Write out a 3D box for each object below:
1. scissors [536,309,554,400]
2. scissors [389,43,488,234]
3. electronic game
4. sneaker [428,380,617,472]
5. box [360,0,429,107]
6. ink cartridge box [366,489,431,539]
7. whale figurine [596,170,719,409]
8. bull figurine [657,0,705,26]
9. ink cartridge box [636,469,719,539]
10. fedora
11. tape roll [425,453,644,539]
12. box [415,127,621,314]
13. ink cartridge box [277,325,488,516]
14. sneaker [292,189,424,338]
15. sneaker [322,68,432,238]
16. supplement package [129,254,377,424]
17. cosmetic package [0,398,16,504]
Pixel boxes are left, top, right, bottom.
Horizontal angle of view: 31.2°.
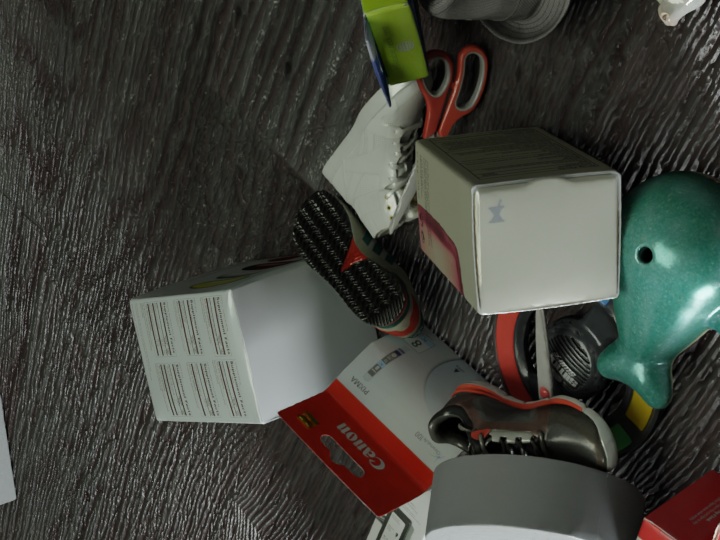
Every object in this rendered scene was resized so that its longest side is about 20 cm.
[{"bbox_3d":[0.171,0.124,1.218,0.073,0.014,0.203,0,113,52],"label":"scissors"},{"bbox_3d":[0.075,-0.124,1.256,0.014,0.072,0.203,-121,36,-58],"label":"scissors"},{"bbox_3d":[0.203,0.082,1.216,0.198,0.041,0.203,20,119,41],"label":"electronic game"},{"bbox_3d":[0.143,0.160,1.185,0.198,0.081,0.078,6,118,48],"label":"sneaker"},{"bbox_3d":[0.022,-0.268,1.177,0.122,0.047,0.203,61,-161,-65],"label":"box"},{"bbox_3d":[0.075,0.263,1.369,0.068,0.115,0.202,43,133,29],"label":"ink cartridge box"},{"bbox_3d":[0.249,0.017,1.077,0.158,0.103,0.203,34,116,34],"label":"whale figurine"},{"bbox_3d":[0.220,-0.295,1.032,0.120,0.065,0.203,-2,100,34],"label":"bull figurine"},{"bbox_3d":[0.288,0.257,1.131,0.067,0.115,0.203,34,127,33],"label":"ink cartridge box"},{"bbox_3d":[0.095,-0.277,1.113,0.200,0.089,0.179,-137,34,-61],"label":"fedora"},{"bbox_3d":[0.160,0.232,1.192,0.199,0.199,0.067,-18,54,49],"label":"tape roll"},{"bbox_3d":[0.131,-0.049,1.117,0.200,0.126,0.111,-123,28,-70],"label":"box"},{"bbox_3d":[0.040,0.143,1.297,0.160,0.198,0.048,41,133,29],"label":"ink cartridge box"},{"bbox_3d":[0.001,0.000,1.375,0.070,0.093,0.200,-43,54,6],"label":"sneaker"},{"bbox_3d":[0.043,-0.113,1.304,0.116,0.073,0.200,54,144,13],"label":"sneaker"},{"bbox_3d":[-0.117,0.072,1.451,0.198,0.190,0.150,-6,100,47],"label":"supplement package"},{"bbox_3d":[-0.715,0.319,2.199,0.122,0.198,0.203,13,114,44],"label":"cosmetic package"}]
